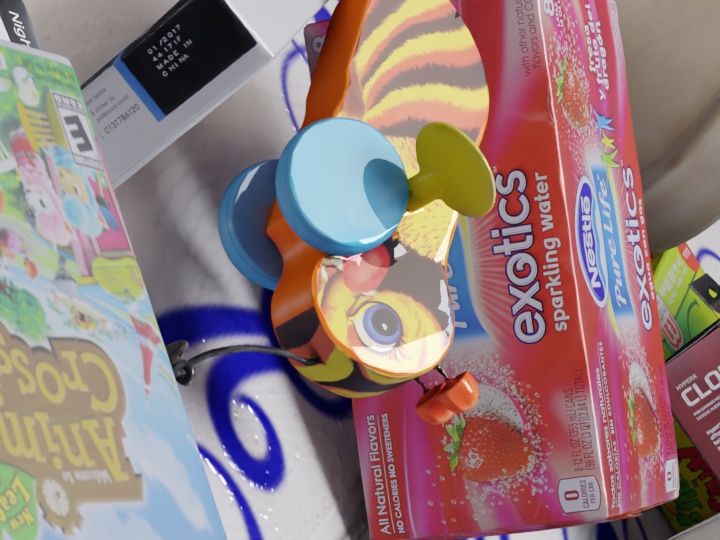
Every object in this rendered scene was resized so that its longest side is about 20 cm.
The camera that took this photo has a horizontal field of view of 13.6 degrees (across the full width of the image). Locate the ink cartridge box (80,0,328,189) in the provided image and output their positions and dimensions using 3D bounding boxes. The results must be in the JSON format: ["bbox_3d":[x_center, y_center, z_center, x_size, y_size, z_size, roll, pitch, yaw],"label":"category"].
[{"bbox_3d":[-0.049,-0.092,1.118,0.039,0.099,0.200,50,24,-5],"label":"ink cartridge box"}]

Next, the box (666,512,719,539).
[{"bbox_3d":[0.182,0.204,1.280,0.200,0.077,0.095,46,27,-30],"label":"box"}]

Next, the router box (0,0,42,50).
[{"bbox_3d":[-0.129,0.000,0.917,0.149,0.051,0.201,13,52,-61],"label":"router box"}]

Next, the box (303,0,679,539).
[{"bbox_3d":[0.051,-0.002,1.146,0.095,0.099,0.202,-2,85,-67],"label":"box"}]

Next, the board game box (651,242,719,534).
[{"bbox_3d":[0.174,0.090,1.426,0.201,0.047,0.102,57,24,-10],"label":"board game box"}]

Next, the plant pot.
[{"bbox_3d":[0.106,-0.135,1.398,0.173,0.200,0.201,31,34,-20],"label":"plant pot"}]

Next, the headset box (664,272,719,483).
[{"bbox_3d":[0.208,0.082,1.306,0.201,0.077,0.149,54,14,4],"label":"headset box"}]

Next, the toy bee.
[{"bbox_3d":[0.000,0.000,1.058,0.108,0.201,0.131,35,-6,-15],"label":"toy bee"}]

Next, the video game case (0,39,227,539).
[{"bbox_3d":[-0.117,0.008,0.837,0.200,0.022,0.183,13,54,-60],"label":"video game case"}]
